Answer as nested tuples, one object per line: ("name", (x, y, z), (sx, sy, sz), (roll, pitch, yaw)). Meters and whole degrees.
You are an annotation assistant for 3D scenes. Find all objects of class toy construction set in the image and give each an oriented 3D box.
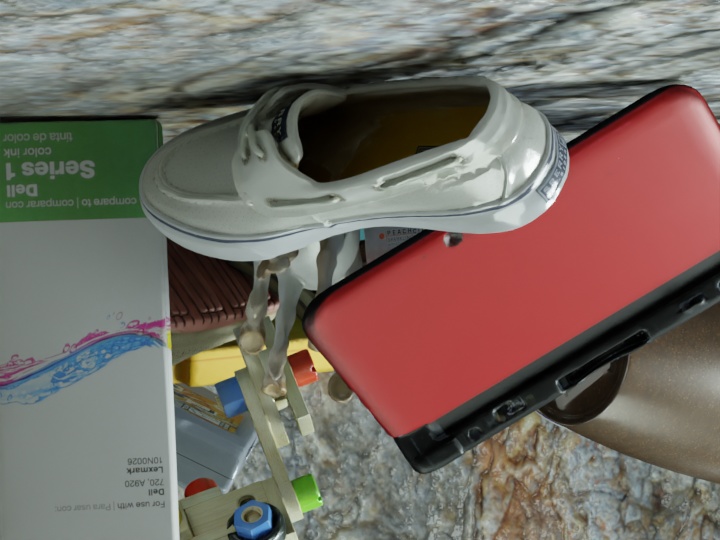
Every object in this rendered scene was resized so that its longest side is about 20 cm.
("toy construction set", (-0.098, 0.116, 1.416), (0.200, 0.131, 0.092), (-31, 133, 6))

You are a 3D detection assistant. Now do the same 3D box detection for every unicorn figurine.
("unicorn figurine", (-0.028, -0.011, 1.344), (0.074, 0.138, 0.200), (9, 159, -12))

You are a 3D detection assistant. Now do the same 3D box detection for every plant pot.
("plant pot", (0.191, 0.042, 1.601), (0.200, 0.187, 0.187), (0, 176, -40))

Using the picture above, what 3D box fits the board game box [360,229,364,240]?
("board game box", (0.029, -0.022, 1.629), (0.151, 0.047, 0.200), (-1, 176, -5))

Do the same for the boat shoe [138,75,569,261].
("boat shoe", (-0.016, -0.050, 1.145), (0.200, 0.071, 0.070), (0, 151, 34))

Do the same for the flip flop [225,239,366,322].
("flip flop", (0.000, 0.000, 1.436), (0.200, 0.058, 0.081), (37, -158, 21))

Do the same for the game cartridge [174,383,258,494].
("game cartridge", (-0.125, 0.081, 1.617), (0.133, 0.042, 0.200), (30, -177, 0))

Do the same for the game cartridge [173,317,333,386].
("game cartridge", (-0.079, 0.020, 1.721), (0.176, 0.032, 0.200), (-6, -161, -27))

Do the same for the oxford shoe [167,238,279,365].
("oxford shoe", (-0.130, 0.032, 1.433), (0.200, 0.074, 0.071), (-9, -136, -27))

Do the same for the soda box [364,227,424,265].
("soda box", (0.069, -0.028, 1.400), (0.064, 0.068, 0.200), (-7, 175, 24))

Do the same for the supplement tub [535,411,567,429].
("supplement tub", (0.171, 0.035, 1.834), (0.145, 0.146, 0.200), (-2, 177, -6))

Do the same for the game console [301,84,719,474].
("game console", (0.080, -0.010, 1.282), (0.200, 0.119, 0.172), (-31, -164, 6))

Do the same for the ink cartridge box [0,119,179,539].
("ink cartridge box", (-0.137, 0.038, 1.290), (0.084, 0.200, 0.145), (-2, 176, -13))
